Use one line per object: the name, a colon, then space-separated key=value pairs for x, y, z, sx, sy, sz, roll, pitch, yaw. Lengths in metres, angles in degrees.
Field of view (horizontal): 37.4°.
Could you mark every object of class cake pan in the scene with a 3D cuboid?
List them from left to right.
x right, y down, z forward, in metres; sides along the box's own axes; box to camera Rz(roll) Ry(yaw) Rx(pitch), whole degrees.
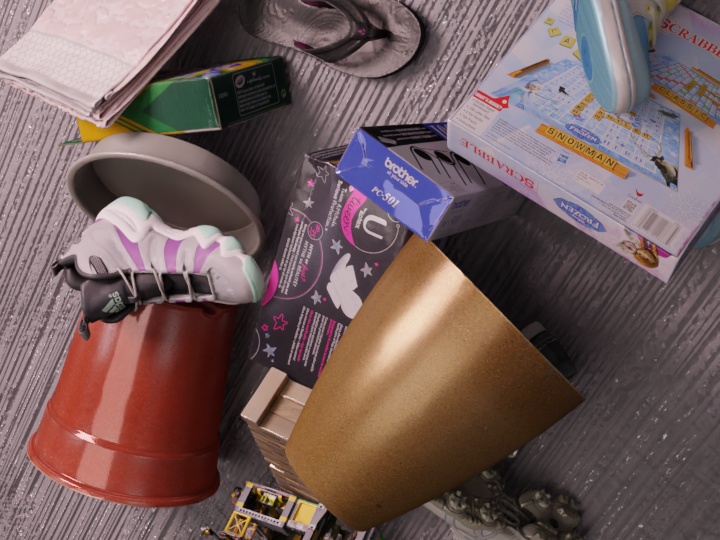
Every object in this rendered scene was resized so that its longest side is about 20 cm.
cake pan: x=-0.185 y=-0.069 z=1.039 sx=0.199 sy=0.200 sz=0.037 roll=-1 pitch=59 yaw=29

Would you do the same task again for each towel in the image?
towel: x=-0.243 y=-0.235 z=1.022 sx=0.199 sy=0.032 sz=0.191 roll=24 pitch=70 yaw=39

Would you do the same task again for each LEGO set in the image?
LEGO set: x=-0.058 y=0.297 z=1.034 sx=0.199 sy=0.116 sz=0.154 roll=16 pitch=151 yaw=20

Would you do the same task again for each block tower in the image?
block tower: x=-0.054 y=0.169 z=1.003 sx=0.058 sy=0.054 sz=0.200 roll=20 pitch=153 yaw=23

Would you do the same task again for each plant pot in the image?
plant pot: x=-0.217 y=0.106 z=1.081 sx=0.200 sy=0.200 sz=0.196 roll=20 pitch=101 yaw=24
plant pot: x=0.040 y=0.102 z=0.842 sx=0.200 sy=0.186 sz=0.186 roll=-44 pitch=77 yaw=3

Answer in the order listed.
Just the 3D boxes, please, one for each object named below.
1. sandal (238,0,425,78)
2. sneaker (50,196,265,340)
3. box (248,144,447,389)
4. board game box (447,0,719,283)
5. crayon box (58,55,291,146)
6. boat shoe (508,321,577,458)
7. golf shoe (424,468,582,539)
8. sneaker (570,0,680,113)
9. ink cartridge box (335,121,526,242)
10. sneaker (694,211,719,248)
sandal: x=-0.035 y=-0.224 z=0.988 sx=0.199 sy=0.048 sz=0.076 roll=17 pitch=107 yaw=26
sneaker: x=-0.193 y=0.017 z=0.953 sx=0.199 sy=0.140 sz=0.078 roll=18 pitch=139 yaw=32
box: x=0.000 y=0.000 z=0.965 sx=0.114 sy=0.132 sz=0.201 roll=25 pitch=111 yaw=19
board game box: x=0.203 y=-0.121 z=0.811 sx=0.200 sy=0.041 sz=0.200 roll=35 pitch=70 yaw=19
crayon box: x=-0.186 y=-0.165 z=1.034 sx=0.199 sy=0.126 sz=0.052 roll=-2 pitch=108 yaw=29
boat shoe: x=0.120 y=0.140 z=0.962 sx=0.062 sy=0.073 sz=0.200 roll=41 pitch=111 yaw=20
golf shoe: x=0.099 y=0.220 z=0.949 sx=0.199 sy=0.079 sz=0.097 roll=31 pitch=132 yaw=-15
sneaker: x=0.224 y=-0.208 z=0.787 sx=0.130 sy=0.080 sz=0.201 roll=-5 pitch=63 yaw=3
ink cartridge box: x=0.069 y=-0.078 z=0.871 sx=0.094 sy=0.200 sz=0.044 roll=38 pitch=113 yaw=17
sneaker: x=0.222 y=-0.102 z=0.851 sx=0.200 sy=0.082 sz=0.074 roll=50 pitch=117 yaw=12
